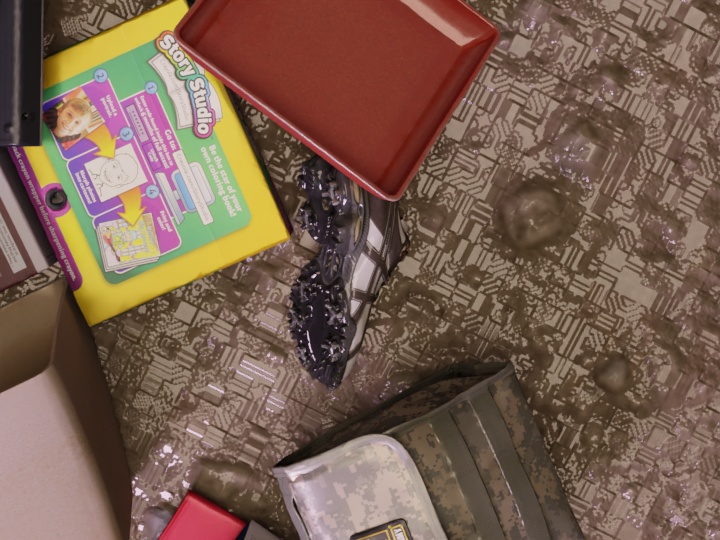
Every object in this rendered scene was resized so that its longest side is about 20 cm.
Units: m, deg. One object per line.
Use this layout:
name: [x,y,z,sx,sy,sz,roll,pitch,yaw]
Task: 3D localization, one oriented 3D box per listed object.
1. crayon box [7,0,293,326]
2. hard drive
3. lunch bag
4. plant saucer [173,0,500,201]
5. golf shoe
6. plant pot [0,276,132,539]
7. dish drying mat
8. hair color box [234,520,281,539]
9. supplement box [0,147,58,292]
crayon box: [-0.168,-0.084,1.404,0.171,0.058,0.201,-23,97,2]
hard drive: [-0.293,-0.193,1.356,0.139,0.033,0.202,2,92,34]
lunch bag: [0.046,0.180,1.381,0.199,0.117,0.165,-27,98,-25]
plant saucer: [-0.018,-0.166,1.356,0.199,0.037,0.200,36,54,-5]
golf shoe: [0.000,0.000,1.406,0.094,0.078,0.201,-17,128,-35]
plant pot: [-0.271,0.152,1.379,0.198,0.200,0.178,-26,108,4]
dish drying mat: [-0.073,0.258,1.475,0.199,0.018,0.077,33,99,-6]
hair color box: [-0.028,0.291,1.416,0.199,0.100,0.061,35,112,-6]
supplement box: [-0.345,-0.010,1.413,0.199,0.061,0.110,-25,97,2]
